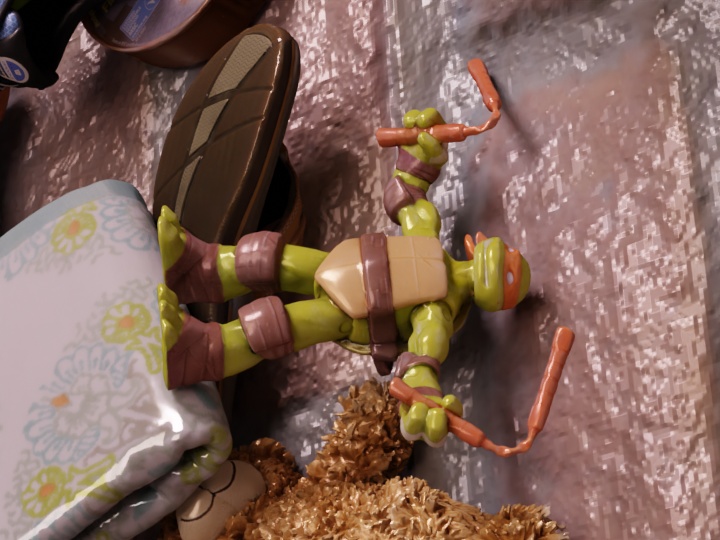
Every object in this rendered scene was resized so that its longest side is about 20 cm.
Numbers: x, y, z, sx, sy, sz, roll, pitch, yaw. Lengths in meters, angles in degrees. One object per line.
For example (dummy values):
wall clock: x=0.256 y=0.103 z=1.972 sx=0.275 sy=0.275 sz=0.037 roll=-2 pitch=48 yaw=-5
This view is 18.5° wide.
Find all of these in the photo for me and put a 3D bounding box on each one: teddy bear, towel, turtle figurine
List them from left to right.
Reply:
towel: x=-0.154 y=0.071 z=0.950 sx=0.200 sy=0.048 sz=0.171 roll=-37 pitch=46 yaw=10
teddy bear: x=-0.009 y=0.117 z=0.884 sx=0.200 sy=0.067 sz=0.145 roll=38 pitch=98 yaw=41
turtle figurine: x=0.000 y=0.000 z=0.896 sx=0.161 sy=0.064 sz=0.200 roll=-4 pitch=55 yaw=1

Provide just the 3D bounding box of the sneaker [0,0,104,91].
sneaker: x=-0.191 y=-0.120 z=1.047 sx=0.200 sy=0.079 sz=0.089 roll=-31 pitch=62 yaw=8

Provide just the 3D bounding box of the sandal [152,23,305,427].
sandal: x=-0.053 y=-0.009 z=0.979 sx=0.082 sy=0.055 sz=0.200 roll=15 pitch=99 yaw=55

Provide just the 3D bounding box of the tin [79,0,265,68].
tin: x=-0.063 y=-0.189 z=1.059 sx=0.112 sy=0.042 sz=0.200 roll=43 pitch=103 yaw=36

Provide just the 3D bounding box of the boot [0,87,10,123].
boot: x=-0.202 y=-0.001 z=1.087 sx=0.155 sy=0.077 sz=0.200 roll=37 pitch=89 yaw=34
